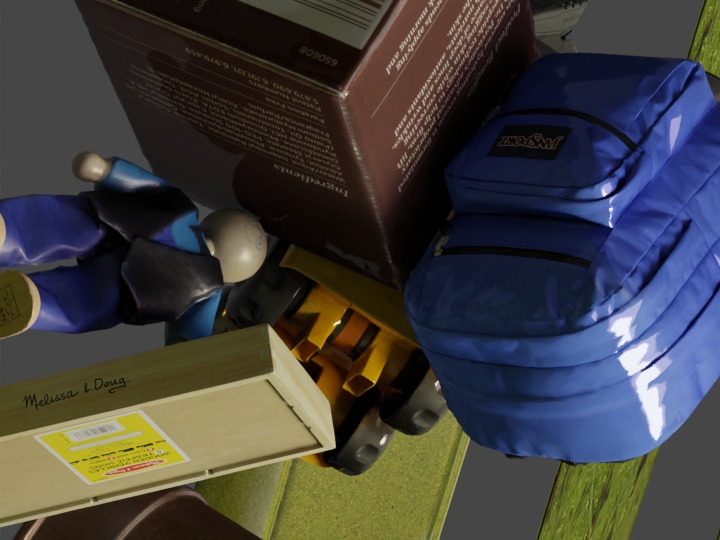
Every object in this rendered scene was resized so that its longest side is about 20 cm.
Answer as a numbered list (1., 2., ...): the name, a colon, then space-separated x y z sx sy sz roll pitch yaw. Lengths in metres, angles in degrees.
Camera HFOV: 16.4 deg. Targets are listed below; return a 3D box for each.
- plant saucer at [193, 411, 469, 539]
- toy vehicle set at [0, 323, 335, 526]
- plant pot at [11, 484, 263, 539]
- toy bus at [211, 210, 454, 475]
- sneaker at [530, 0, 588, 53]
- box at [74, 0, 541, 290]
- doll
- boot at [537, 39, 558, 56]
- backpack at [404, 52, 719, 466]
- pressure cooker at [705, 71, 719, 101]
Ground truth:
1. plant saucer: -0.003 0.115 1.617 0.199 0.048 0.201 2 114 -35
2. toy vehicle set: -0.123 0.081 1.255 0.124 0.199 0.027 60 18 -65
3. plant pot: -0.093 0.231 1.444 0.200 0.198 0.201 -49 153 -36
4. toy bus: 0.000 0.000 1.471 0.200 0.136 0.192 -42 -160 57
5. sneaker: 0.082 -0.148 1.655 0.199 0.060 0.104 -12 146 -44
6. box: -0.022 -0.127 1.296 0.166 0.164 0.200 -59 158 -21
7. doll: -0.119 -0.002 1.266 0.048 0.137 0.200 -35 165 34
8. boot: 0.071 -0.179 1.504 0.200 0.076 0.169 6 111 -31
9. backpack: 0.113 -0.007 1.308 0.200 0.162 0.168 -52 126 -33
10. pressure cooker: 0.208 -0.057 1.889 0.179 0.176 0.200 -46 171 35
